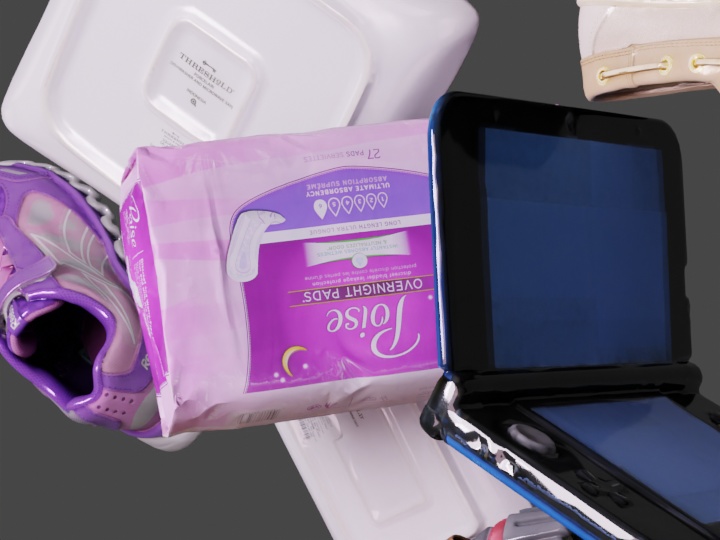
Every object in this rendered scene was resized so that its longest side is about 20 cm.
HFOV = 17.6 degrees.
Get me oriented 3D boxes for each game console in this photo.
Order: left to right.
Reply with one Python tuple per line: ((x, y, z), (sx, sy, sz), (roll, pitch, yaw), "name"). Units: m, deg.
((0.120, 0.024, 0.909), (0.170, 0.200, 0.119), (33, 108, 31), "game console")

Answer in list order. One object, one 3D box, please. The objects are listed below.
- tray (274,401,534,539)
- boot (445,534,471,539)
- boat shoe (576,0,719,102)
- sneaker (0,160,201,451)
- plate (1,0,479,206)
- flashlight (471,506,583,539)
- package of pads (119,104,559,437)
((-0.003, 0.057, 1.075), (0.107, 0.022, 0.201), (-28, 89, 33), "tray")
((-0.006, 0.164, 0.986), (0.200, 0.074, 0.155), (35, 119, -5), "boot")
((0.173, -0.086, 0.955), (0.199, 0.074, 0.070), (12, 99, 45), "boat shoe")
((-0.157, 0.013, 1.178), (0.200, 0.088, 0.081), (44, 115, 29), "sneaker")
((-0.069, -0.091, 1.094), (0.199, 0.032, 0.200), (35, 122, 10), "plate")
((0.011, 0.152, 1.042), (0.199, 0.068, 0.068), (-12, 92, 21), "flashlight")
((0.000, 0.000, 1.008), (0.076, 0.199, 0.121), (137, 125, -72), "package of pads")
